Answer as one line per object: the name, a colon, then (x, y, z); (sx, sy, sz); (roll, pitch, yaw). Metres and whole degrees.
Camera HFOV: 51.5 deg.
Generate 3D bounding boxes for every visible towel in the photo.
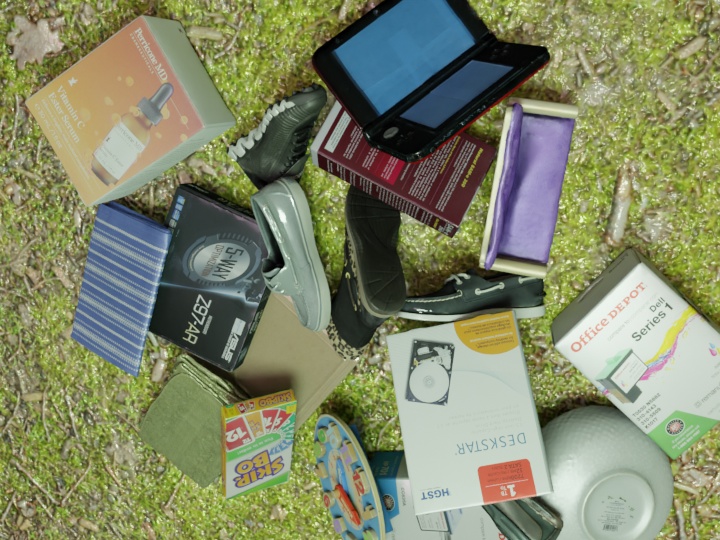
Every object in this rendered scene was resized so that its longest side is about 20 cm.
towel: (-0.319, 0.020, 0.996); (0.144, 0.024, 0.203); (22, 101, 31)
towel: (-0.228, 0.215, 1.051); (0.148, 0.037, 0.201); (38, 125, 3)

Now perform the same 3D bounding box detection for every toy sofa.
toy sofa: (0.195, -0.096, 0.874); (0.082, 0.098, 0.203); (10, 105, 9)

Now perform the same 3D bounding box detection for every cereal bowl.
cereal bowl: (0.298, 0.274, 0.916); (0.197, 0.083, 0.203); (-2, 100, -9)

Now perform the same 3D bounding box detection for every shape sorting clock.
shape sorting clock: (-0.020, 0.287, 0.979); (0.039, 0.199, 0.203); (-12, 104, -28)

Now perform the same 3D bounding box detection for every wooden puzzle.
wooden puzzle: (-0.117, 0.115, 1.030); (0.185, 0.037, 0.200); (41, 104, 1)

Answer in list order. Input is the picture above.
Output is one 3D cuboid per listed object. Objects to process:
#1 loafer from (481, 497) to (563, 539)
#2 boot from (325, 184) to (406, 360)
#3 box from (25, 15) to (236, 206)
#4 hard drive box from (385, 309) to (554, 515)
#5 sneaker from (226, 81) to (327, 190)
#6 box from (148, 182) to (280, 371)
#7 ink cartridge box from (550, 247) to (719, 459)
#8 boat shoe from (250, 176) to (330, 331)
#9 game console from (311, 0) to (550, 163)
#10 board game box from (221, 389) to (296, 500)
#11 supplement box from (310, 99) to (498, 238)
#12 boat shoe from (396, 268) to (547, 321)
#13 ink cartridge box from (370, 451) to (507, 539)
loafer: (0.157, 0.254, 0.902); (0.063, 0.072, 0.200); (-39, 69, -9)
boot: (0.000, 0.000, 0.938); (0.072, 0.202, 0.151); (3, 145, -19)
box: (-0.289, -0.201, 0.951); (0.198, 0.106, 0.154); (-29, 96, 18)
hard drive box: (0.123, 0.163, 0.855); (0.154, 0.077, 0.203); (-13, 73, 8)
sneaker: (-0.087, -0.153, 0.904); (0.199, 0.066, 0.091); (-26, 97, 51)
box: (-0.197, 0.009, 0.986); (0.159, 0.044, 0.202); (26, 103, 7)
ink cartridge box: (0.348, 0.097, 0.893); (0.200, 0.084, 0.145); (42, 108, 0)
boat shoe: (-0.090, -0.010, 0.912); (0.071, 0.070, 0.203); (-23, 115, -25)
game console: (0.074, -0.233, 0.823); (0.199, 0.172, 0.119); (-38, 120, -8)
board game box: (-0.139, 0.242, 1.003); (0.094, 0.030, 0.202); (-11, 137, -21)
supplement box: (0.051, -0.136, 0.896); (0.198, 0.061, 0.110); (29, 80, 5)
boat shoe: (0.135, 0.027, 0.904); (0.197, 0.075, 0.061); (-3, 95, -25)
ink cartridge box: (0.113, 0.325, 1.000); (0.197, 0.086, 0.149); (-5, 100, 15)
